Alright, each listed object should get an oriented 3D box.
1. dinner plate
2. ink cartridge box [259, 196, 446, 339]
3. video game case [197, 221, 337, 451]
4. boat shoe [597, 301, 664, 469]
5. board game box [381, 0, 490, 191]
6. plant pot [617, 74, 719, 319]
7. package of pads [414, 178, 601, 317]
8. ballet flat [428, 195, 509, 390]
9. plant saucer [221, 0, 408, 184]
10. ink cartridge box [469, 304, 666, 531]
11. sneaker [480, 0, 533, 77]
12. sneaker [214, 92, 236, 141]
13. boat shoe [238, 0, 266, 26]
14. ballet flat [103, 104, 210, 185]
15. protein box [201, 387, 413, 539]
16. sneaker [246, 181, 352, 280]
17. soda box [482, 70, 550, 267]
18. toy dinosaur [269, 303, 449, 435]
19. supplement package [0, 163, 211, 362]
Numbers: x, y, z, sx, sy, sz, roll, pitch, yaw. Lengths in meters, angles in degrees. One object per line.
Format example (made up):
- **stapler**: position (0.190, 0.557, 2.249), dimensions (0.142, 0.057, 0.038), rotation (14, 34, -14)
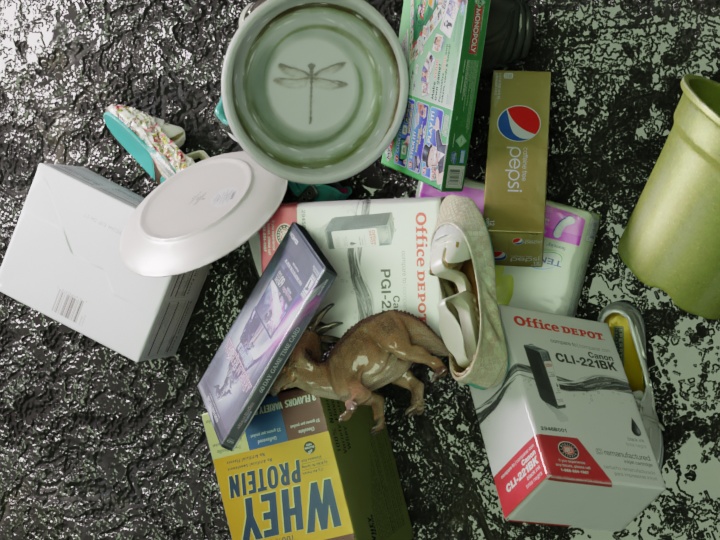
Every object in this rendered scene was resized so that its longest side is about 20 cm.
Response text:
- **dinner plate**: position (-0.169, -0.068, 1.560), dimensions (0.198, 0.201, 0.024), rotation (-15, 127, 17)
- **ink cartridge box**: position (0.000, 0.000, 1.548), dimensions (0.197, 0.085, 0.148), rotation (-2, 91, 12)
- **video game case**: position (-0.095, 0.062, 1.466), dimensions (0.019, 0.143, 0.201), rotation (28, 100, -23)
- **boat shoe**: position (0.276, 0.136, 1.544), dimensions (0.074, 0.086, 0.205), rotation (-2, 91, 17)
- **board game box**: position (0.076, -0.195, 1.535), dimensions (0.029, 0.134, 0.203), rotation (1, 105, -27)
- **plant pot**: position (0.356, -0.061, 1.474), dimensions (0.199, 0.200, 0.185), rotation (35, 112, 13)
- **package of pads**: position (0.143, -0.010, 1.589), dimensions (0.198, 0.068, 0.157), rotation (15, 96, 16)
- **ballet flat**: position (0.098, 0.015, 1.428), dimensions (0.067, 0.062, 0.203), rotation (-32, 63, 43)
- **plant saucer**: position (-0.050, -0.192, 1.548), dimensions (0.197, 0.050, 0.203), rotation (-2, 99, -13)
- **ink cartridge box**: position (0.194, 0.143, 1.455), dimensions (0.084, 0.143, 0.202), rotation (-54, 38, 40)
- **sneaker**: position (0.119, -0.214, 1.588), dimensions (0.201, 0.098, 0.071), rotation (-62, 40, 39)
- **sneaker**: position (-0.105, -0.235, 1.644), dimensions (0.077, 0.091, 0.202), rotation (22, 98, 14)
- **boat shoe**: position (-0.047, -0.213, 1.603), dimensions (0.201, 0.060, 0.072), rotation (44, 70, -18)
- **ballet flat**: position (-0.211, -0.125, 1.697), dimensions (0.064, 0.076, 0.200), rotation (-36, 73, -22)
- **protein box**: position (-0.051, 0.222, 1.586), dimensions (0.133, 0.200, 0.201), rotation (-15, 88, 16)
- **sneaker**: position (-0.059, -0.049, 1.645), dimensions (0.120, 0.083, 0.202), rotation (-23, 84, 26)
- **soda box**: position (0.161, -0.106, 1.527), dimensions (0.063, 0.068, 0.202), rotation (2, 59, 7)
- **toy dinosaur**: position (0.005, 0.079, 1.450), dimensions (0.198, 0.086, 0.136), rotation (-23, 63, -15)
- **supplement package**: position (-0.287, -0.010, 1.696), dimensions (0.198, 0.111, 0.157), rotation (25, 98, 15)
